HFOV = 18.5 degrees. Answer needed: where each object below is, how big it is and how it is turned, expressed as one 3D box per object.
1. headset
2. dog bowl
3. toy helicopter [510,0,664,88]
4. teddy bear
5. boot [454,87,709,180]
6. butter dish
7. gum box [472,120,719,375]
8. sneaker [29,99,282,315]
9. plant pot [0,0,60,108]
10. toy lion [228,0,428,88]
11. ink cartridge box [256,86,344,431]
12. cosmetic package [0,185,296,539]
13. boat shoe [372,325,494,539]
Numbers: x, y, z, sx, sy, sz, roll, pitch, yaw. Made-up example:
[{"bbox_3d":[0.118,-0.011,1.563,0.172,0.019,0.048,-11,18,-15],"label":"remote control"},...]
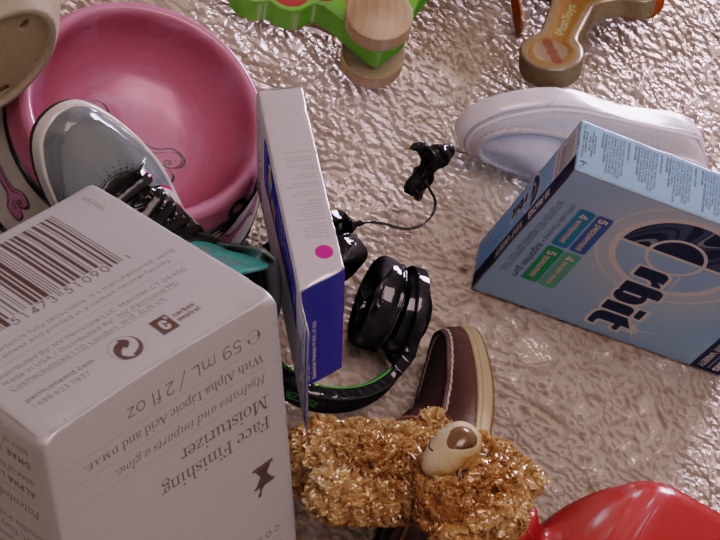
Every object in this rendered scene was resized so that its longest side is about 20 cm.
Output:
[{"bbox_3d":[0.000,0.000,1.454,0.123,0.094,0.200,36,55,-2],"label":"headset"},{"bbox_3d":[-0.150,-0.088,1.452,0.200,0.074,0.201,11,59,-18],"label":"dog bowl"},{"bbox_3d":[0.150,-0.202,1.636,0.132,0.079,0.200,15,44,11],"label":"toy helicopter"},{"bbox_3d":[0.014,0.113,1.325,0.145,0.200,0.067,-1,98,-31],"label":"teddy bear"},{"bbox_3d":[0.167,-0.068,1.573,0.199,0.074,0.096,3,55,-23],"label":"boot"},{"bbox_3d":[0.134,0.198,1.328,0.148,0.200,0.200,41,55,-12],"label":"butter dish"},{"bbox_3d":[0.201,-0.010,1.499,0.199,0.170,0.045,20,57,-12],"label":"gum box"},{"bbox_3d":[-0.115,-0.013,1.326,0.084,0.121,0.200,-44,118,-17],"label":"sneaker"},{"bbox_3d":[-0.261,-0.170,1.358,0.200,0.201,0.135,-29,66,-32],"label":"plant pot"},{"bbox_3d":[-0.009,-0.240,1.589,0.192,0.069,0.200,42,67,14],"label":"toy lion"},{"bbox_3d":[-0.035,-0.010,1.353,0.037,0.095,0.200,-5,50,-6],"label":"ink cartridge box"},{"bbox_3d":[-0.152,0.095,1.242,0.165,0.200,0.165,-32,45,-32],"label":"cosmetic package"},{"bbox_3d":[0.037,0.121,1.421,0.072,0.072,0.201,17,64,-15],"label":"boat shoe"}]
